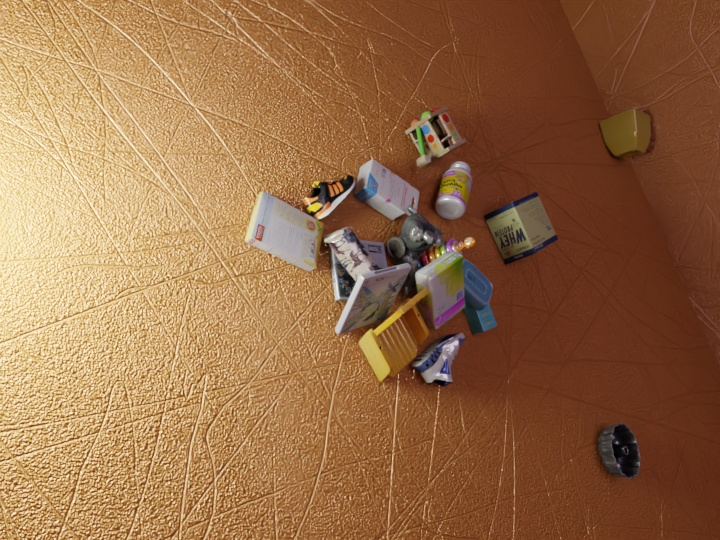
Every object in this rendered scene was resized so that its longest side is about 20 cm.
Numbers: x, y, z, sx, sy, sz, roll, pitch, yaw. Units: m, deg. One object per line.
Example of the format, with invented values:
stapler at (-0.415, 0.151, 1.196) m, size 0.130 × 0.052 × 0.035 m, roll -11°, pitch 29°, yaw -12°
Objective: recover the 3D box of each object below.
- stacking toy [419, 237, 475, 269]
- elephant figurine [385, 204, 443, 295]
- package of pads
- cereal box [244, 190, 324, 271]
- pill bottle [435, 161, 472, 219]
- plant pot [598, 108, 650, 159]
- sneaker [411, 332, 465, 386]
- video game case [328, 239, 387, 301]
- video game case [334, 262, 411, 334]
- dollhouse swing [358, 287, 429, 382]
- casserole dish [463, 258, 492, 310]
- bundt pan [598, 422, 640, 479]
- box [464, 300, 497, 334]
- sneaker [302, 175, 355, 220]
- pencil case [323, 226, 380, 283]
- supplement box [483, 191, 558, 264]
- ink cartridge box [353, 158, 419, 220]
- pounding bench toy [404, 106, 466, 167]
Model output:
stacking toy at (0.273, -0.055, 1.730) m, size 0.110 × 0.200 × 0.116 m, roll 41°, pitch 47°, yaw -21°
elephant figurine at (0.146, -0.060, 1.691) m, size 0.141 × 0.200 × 0.155 m, roll 30°, pitch 31°, yaw -9°
package of pads at (0.239, 0.061, 1.674) m, size 0.154 × 0.068 × 0.201 m, roll -31°, pitch 127°, yaw -31°
cereal box at (-0.194, -0.100, 1.465) m, size 0.199 × 0.039 × 0.145 m, roll 27°, pitch 57°, yaw -29°
pill bottle at (0.325, -0.280, 1.930) m, size 0.104 × 0.104 × 0.201 m, roll 36°, pitch 53°, yaw -24°
plant pot at (1.407, -0.704, 2.957) m, size 0.193 × 0.195 × 0.201 m, roll 2°, pitch 78°, yaw -39°
sneaker at (0.242, 0.276, 1.667) m, size 0.199 × 0.080 × 0.116 m, roll -32°, pitch 98°, yaw -36°
video game case at (0.000, 0.000, 1.602) m, size 0.199 × 0.023 × 0.183 m, roll 5°, pitch 69°, yaw -40°
video game case at (0.034, 0.075, 1.495) m, size 0.182 × 0.201 × 0.022 m, roll -14°, pitch 49°, yaw -42°
dollhouse swing at (0.130, 0.173, 1.536) m, size 0.200 × 0.175 × 0.182 m, roll -34°, pitch 97°, yaw -43°
casserole dish at (0.361, 0.040, 1.812) m, size 0.200 × 0.039 × 0.121 m, roll 41°, pitch 52°, yaw -19°
bundt pan at (0.965, 0.679, 2.110) m, size 0.201 × 0.076 × 0.203 m, roll 17°, pitch 62°, yaw -35°
box at (0.380, 0.103, 1.862) m, size 0.082 × 0.049 × 0.201 m, roll -14°, pitch 83°, yaw -42°
sneaker at (-0.088, -0.228, 1.583) m, size 0.090 × 0.070 × 0.200 m, roll 50°, pitch 51°, yaw -18°
pencil case at (-0.017, -0.028, 1.525) m, size 0.200 × 0.089 × 0.078 m, roll 54°, pitch 39°, yaw -7°
supplement box at (0.600, -0.159, 2.093) m, size 0.199 × 0.134 × 0.201 m, roll -24°, pitch 89°, yaw -43°
ink cartridge box at (0.084, -0.238, 1.734) m, size 0.199 × 0.068 × 0.116 m, roll 29°, pitch 57°, yaw -28°
pounding bench toy at (0.232, -0.453, 1.904) m, size 0.200 × 0.124 × 0.157 m, roll -35°, pitch 96°, yaw -42°
